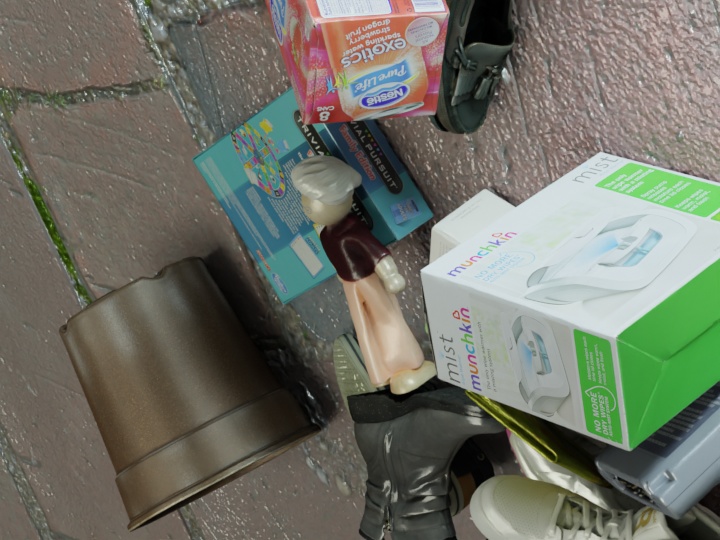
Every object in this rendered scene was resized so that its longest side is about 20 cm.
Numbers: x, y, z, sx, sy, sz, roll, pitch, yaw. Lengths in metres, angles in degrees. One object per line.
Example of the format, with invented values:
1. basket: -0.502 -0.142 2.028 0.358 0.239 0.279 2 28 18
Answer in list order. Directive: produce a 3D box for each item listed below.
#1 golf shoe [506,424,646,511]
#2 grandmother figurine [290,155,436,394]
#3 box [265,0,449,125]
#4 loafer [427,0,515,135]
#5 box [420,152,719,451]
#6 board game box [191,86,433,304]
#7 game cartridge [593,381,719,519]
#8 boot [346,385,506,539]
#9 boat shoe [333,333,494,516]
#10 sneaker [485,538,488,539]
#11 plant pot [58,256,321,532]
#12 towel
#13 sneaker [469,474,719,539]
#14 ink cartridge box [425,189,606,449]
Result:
1. golf shoe: 0.201 0.166 1.739 0.200 0.075 0.092 46 133 6
2. grandmother figurine: 0.000 0.000 1.763 0.121 0.060 0.201 1 118 58
3. box: -0.011 -0.203 1.582 0.200 0.099 0.096 -108 18 -44
4. loafer: 0.083 -0.179 1.593 0.063 0.072 0.201 23 132 31
5. box: 0.174 0.017 1.523 0.176 0.200 0.097 20 131 42
6. board game box: -0.043 -0.070 1.853 0.151 0.047 0.200 58 146 -3
7. game cartridge: 0.236 0.107 1.538 0.041 0.133 0.200 44 177 -5
8. boot: 0.066 0.160 1.787 0.200 0.070 0.132 -7 90 58
9. boat shoe: 0.043 0.127 1.901 0.200 0.062 0.075 48 150 32
10. sneaker: 0.132 0.236 1.848 0.079 0.095 0.200 46 143 18
11. plant pot: -0.167 0.107 2.042 0.200 0.200 0.199 -35 80 56
12. towel: 0.136 0.121 1.622 0.086 0.018 0.200 37 -178 21
13. sneaker: 0.188 0.187 1.640 0.199 0.074 0.116 24 145 -4
14. ink cartridge box: 0.145 0.040 1.693 0.200 0.067 0.117 35 142 30
